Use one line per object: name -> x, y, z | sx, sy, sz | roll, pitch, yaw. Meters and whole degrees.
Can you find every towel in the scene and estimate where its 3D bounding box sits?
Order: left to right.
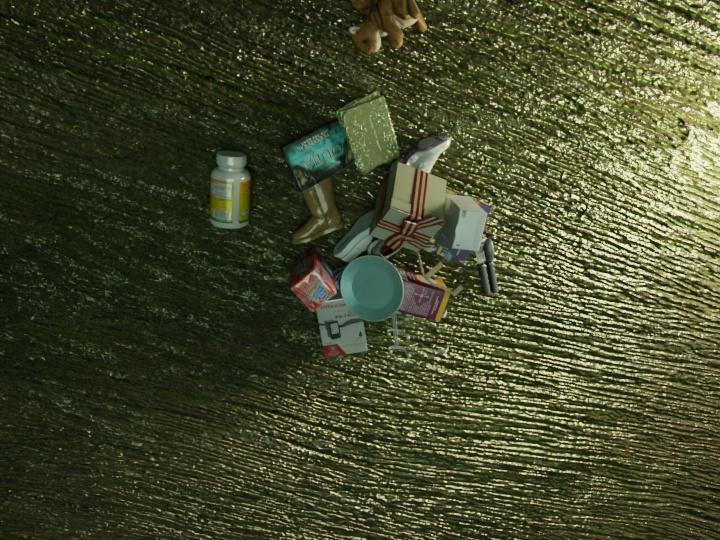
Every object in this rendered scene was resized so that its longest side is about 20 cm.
towel -> 0.025, -0.388, 1.632 | 0.148, 0.036, 0.201 | -26, 113, -9

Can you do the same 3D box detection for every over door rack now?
over door rack -> 0.182, 0.203, 1.862 | 0.198, 0.067, 0.149 | -1, 114, 10

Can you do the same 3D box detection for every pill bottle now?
pill bottle -> -0.368, -0.230, 1.634 | 0.112, 0.113, 0.201 | 4, 112, -6

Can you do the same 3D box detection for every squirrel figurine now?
squirrel figurine -> 0.047, -0.669, 1.499 | 0.186, 0.142, 0.201 | -27, 98, 17

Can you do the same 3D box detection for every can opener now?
can opener -> 0.398, -0.009, 1.818 | 0.052, 0.067, 0.201 | -15, 117, 0

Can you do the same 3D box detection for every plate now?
plate -> 0.036, 0.051, 1.710 | 0.199, 0.026, 0.202 | 4, 103, 20

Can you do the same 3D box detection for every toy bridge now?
toy bridge -> 0.217, 0.000, 1.723 | 0.067, 0.027, 0.200 | -41, 88, -3

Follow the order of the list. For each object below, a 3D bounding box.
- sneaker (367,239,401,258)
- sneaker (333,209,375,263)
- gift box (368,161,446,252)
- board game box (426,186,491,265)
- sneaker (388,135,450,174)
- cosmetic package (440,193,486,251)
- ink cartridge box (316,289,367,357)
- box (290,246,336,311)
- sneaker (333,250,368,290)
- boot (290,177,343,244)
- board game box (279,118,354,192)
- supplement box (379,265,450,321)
sneaker -> 0.113, -0.096, 1.731 | 0.200, 0.079, 0.074 | -42, 109, -13
sneaker -> 0.008, -0.104, 1.749 | 0.200, 0.073, 0.071 | -41, 131, 14
gift box -> 0.149, -0.166, 1.628 | 0.199, 0.188, 0.185 | 17, 151, -9
board game box -> 0.279, -0.137, 1.757 | 0.164, 0.057, 0.201 | 20, 109, -11
sneaker -> 0.181, -0.315, 1.678 | 0.199, 0.075, 0.100 | -33, 124, 13
cosmetic package -> 0.281, -0.138, 1.619 | 0.081, 0.200, 0.114 | 6, 111, -8
ink cartridge box -> -0.062, 0.161, 1.833 | 0.144, 0.083, 0.201 | -9, 113, -1
box -> -0.141, 0.022, 1.708 | 0.094, 0.200, 0.103 | -38, 111, 9
sneaker -> 0.000, 0.000, 1.775 | 0.199, 0.082, 0.074 | -34, 110, 6
boot -> -0.152, -0.197, 1.695 | 0.174, 0.066, 0.201 | -23, 113, -9
board game box -> -0.112, -0.325, 1.619 | 0.199, 0.028, 0.136 | -32, 114, -20
supplement box -> 0.159, 0.066, 1.790 | 0.199, 0.131, 0.104 | 14, 109, -11
